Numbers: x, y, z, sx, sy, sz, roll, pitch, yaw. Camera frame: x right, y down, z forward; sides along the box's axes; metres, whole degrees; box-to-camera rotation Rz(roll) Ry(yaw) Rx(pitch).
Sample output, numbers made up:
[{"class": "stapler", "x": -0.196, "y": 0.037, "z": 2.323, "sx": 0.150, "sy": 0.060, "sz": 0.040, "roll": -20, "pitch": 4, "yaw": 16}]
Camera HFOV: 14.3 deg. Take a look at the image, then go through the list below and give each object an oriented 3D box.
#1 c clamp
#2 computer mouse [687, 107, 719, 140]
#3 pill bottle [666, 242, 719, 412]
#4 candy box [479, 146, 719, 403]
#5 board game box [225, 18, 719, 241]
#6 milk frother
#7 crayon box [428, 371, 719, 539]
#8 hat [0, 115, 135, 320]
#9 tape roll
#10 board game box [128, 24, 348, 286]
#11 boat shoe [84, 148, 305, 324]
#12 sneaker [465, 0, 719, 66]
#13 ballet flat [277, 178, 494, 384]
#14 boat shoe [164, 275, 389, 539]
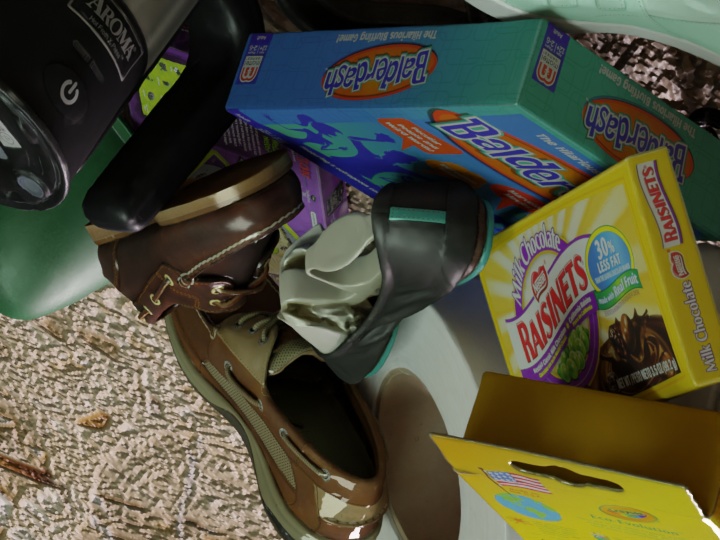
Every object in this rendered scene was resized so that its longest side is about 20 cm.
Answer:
[{"class": "c clamp", "x": 0.026, "y": -0.156, "z": 1.329, "sx": 0.170, "sy": 0.027, "sz": 0.201, "roll": 3, "pitch": 138, "yaw": 27}, {"class": "computer mouse", "x": 0.208, "y": 0.005, "z": 1.366, "sx": 0.058, "sy": 0.034, "sz": 0.200, "roll": -14, "pitch": 123, "yaw": 50}, {"class": "pill bottle", "x": 0.237, "y": 0.058, "z": 1.305, "sx": 0.199, "sy": 0.114, "sz": 0.114, "roll": 15, "pitch": 143, "yaw": 10}, {"class": "candy box", "x": 0.106, "y": 0.016, "z": 1.288, "sx": 0.200, "sy": 0.026, "sz": 0.103, "roll": 147, "pitch": 110, "yaw": -70}, {"class": "board game box", "x": 0.057, "y": -0.063, "z": 1.337, "sx": 0.152, "sy": 0.045, "sz": 0.199, "roll": 30, "pitch": 162, "yaw": -38}, {"class": "milk frother", "x": -0.165, "y": -0.128, "z": 1.388, "sx": 0.199, "sy": 0.189, "sz": 0.181, "roll": 19, "pitch": 150, "yaw": 28}, {"class": "crayon box", "x": 0.126, "y": 0.101, "z": 1.279, "sx": 0.126, "sy": 0.051, "sz": 0.200, "roll": 10, "pitch": 160, "yaw": 28}, {"class": "hat", "x": -0.207, "y": 0.000, "z": 1.565, "sx": 0.200, "sy": 0.176, "sz": 0.165, "roll": 54, "pitch": 152, "yaw": -14}, {"class": "tape roll", "x": 0.057, "y": 0.095, "z": 1.477, "sx": 0.202, "sy": 0.070, "sz": 0.204, "roll": 169, "pitch": 90, "yaw": -68}, {"class": "board game box", "x": -0.064, "y": -0.051, "z": 1.541, "sx": 0.120, "sy": 0.032, "sz": 0.201, "roll": 24, "pitch": 146, "yaw": 23}, {"class": "boat shoe", "x": -0.075, "y": -0.014, "z": 1.442, "sx": 0.071, "sy": 0.070, "sz": 0.200, "roll": 65, "pitch": 157, "yaw": -5}, {"class": "sneaker", "x": 0.119, "y": -0.152, "z": 1.211, "sx": 0.199, "sy": 0.074, "sz": 0.118, "roll": 16, "pitch": 149, "yaw": 11}, {"class": "ballet flat", "x": 0.000, "y": 0.000, "z": 1.392, "sx": 0.068, "sy": 0.068, "sz": 0.200, "roll": 8, "pitch": 156, "yaw": -17}, {"class": "boat shoe", "x": -0.037, "y": 0.055, "z": 1.511, "sx": 0.201, "sy": 0.075, "sz": 0.074, "roll": 57, "pitch": 144, "yaw": 26}]
